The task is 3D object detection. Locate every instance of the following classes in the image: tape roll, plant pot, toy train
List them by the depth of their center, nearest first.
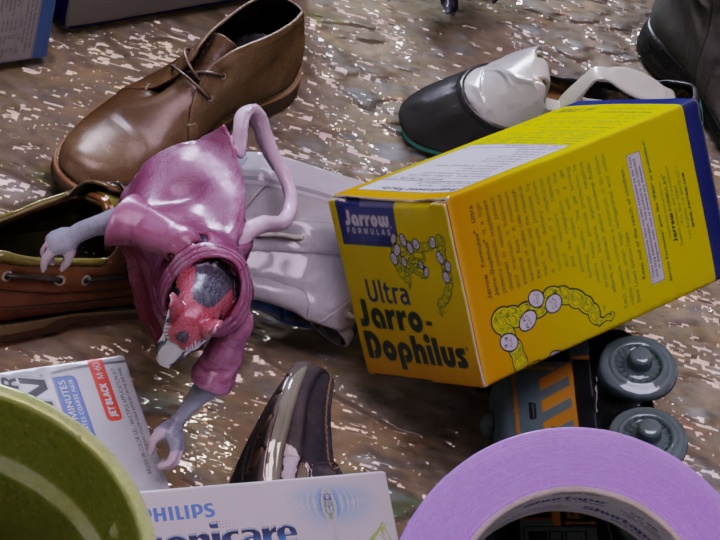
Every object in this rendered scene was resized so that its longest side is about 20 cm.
[{"bbox_3d":[-0.207,0.185,1.237,0.199,0.185,0.201,8,47,-9],"label":"plant pot"},{"bbox_3d":[0.108,0.185,1.353,0.198,0.066,0.202,0,77,-2],"label":"tape roll"},{"bbox_3d":[0.124,0.114,1.472,0.113,0.086,0.201,1,49,-3],"label":"toy train"}]

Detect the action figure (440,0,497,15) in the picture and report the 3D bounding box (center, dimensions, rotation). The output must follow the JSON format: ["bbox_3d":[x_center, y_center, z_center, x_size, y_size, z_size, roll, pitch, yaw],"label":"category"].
[{"bbox_3d":[0.104,-0.235,1.713,0.199,0.102,0.119,-10,39,12],"label":"action figure"}]

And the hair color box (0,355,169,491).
[{"bbox_3d":[-0.207,0.117,1.379,0.199,0.064,0.111,-9,54,-22],"label":"hair color box"}]

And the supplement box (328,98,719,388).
[{"bbox_3d":[0.099,-0.019,1.503,0.199,0.110,0.109,-22,15,-34],"label":"supplement box"}]

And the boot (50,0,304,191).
[{"bbox_3d":[-0.109,-0.110,1.599,0.074,0.076,0.200,41,52,17],"label":"boot"}]

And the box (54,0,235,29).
[{"bbox_3d":[-0.143,-0.271,1.707,0.183,0.105,0.201,-13,54,-26],"label":"box"}]

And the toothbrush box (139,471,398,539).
[{"bbox_3d":[-0.049,0.209,1.276,0.145,0.086,0.201,-1,70,-28],"label":"toothbrush box"}]

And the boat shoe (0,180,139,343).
[{"bbox_3d":[-0.143,-0.014,1.508,0.199,0.068,0.072,-21,56,-32],"label":"boat shoe"}]

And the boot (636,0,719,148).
[{"bbox_3d":[0.264,-0.142,1.698,0.068,0.131,0.200,-28,63,-35],"label":"boot"}]

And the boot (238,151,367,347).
[{"bbox_3d":[0.000,0.000,1.550,0.199,0.073,0.096,14,77,-22],"label":"boot"}]

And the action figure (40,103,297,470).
[{"bbox_3d":[-0.080,0.008,1.395,0.148,0.135,0.200,-29,14,-3],"label":"action figure"}]

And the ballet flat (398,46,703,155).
[{"bbox_3d":[0.125,-0.109,1.670,0.198,0.069,0.068,2,50,-14],"label":"ballet flat"}]

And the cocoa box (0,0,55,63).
[{"bbox_3d":[-0.274,-0.236,1.617,0.130,0.134,0.201,-10,53,-24],"label":"cocoa box"}]

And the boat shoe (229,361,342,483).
[{"bbox_3d":[-0.035,0.143,1.410,0.073,0.075,0.201,20,55,-12],"label":"boat shoe"}]
